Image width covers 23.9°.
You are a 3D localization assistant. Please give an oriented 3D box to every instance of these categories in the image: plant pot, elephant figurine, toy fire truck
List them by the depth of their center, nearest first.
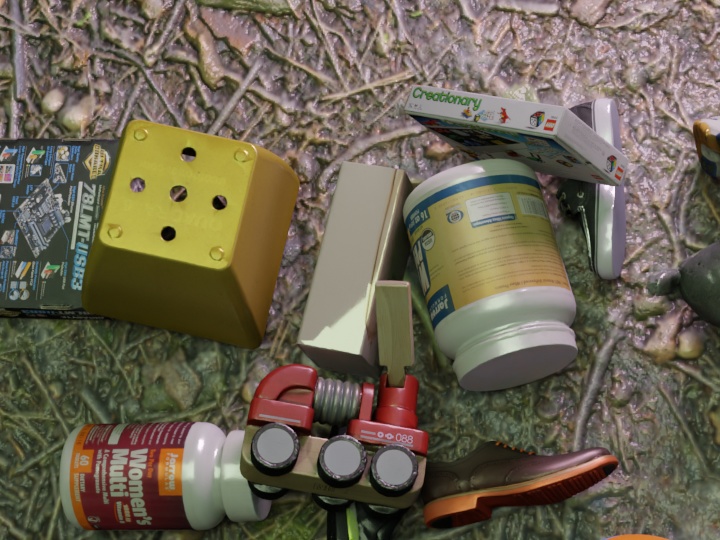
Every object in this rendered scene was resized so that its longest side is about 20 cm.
[{"bbox_3d":[0.407,0.052,1.639,0.155,0.141,0.201,-33,82,32],"label":"elephant figurine"},{"bbox_3d":[-0.016,0.118,1.646,0.175,0.129,0.201,10,63,-1],"label":"toy fire truck"},{"bbox_3d":[-0.180,-0.054,1.755,0.199,0.176,0.201,12,74,2],"label":"plant pot"}]

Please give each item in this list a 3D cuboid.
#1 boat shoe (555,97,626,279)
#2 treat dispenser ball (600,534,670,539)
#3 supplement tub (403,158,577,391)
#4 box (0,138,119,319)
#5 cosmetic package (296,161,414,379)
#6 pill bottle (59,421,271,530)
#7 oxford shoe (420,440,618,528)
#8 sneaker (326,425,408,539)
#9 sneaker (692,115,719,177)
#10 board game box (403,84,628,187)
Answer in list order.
[{"bbox_3d":[0.233,-0.084,1.750,0.066,0.070,0.201,-7,70,19],"label":"boat shoe"},{"bbox_3d":[0.250,0.340,1.534,0.200,0.201,0.202,-4,71,12],"label":"treat dispenser ball"},{"bbox_3d":[0.132,0.005,1.702,0.144,0.145,0.201,-17,69,7],"label":"supplement tub"},{"bbox_3d":[-0.360,-0.048,1.886,0.197,0.050,0.201,1,74,11],"label":"box"},{"bbox_3d":[0.000,0.000,1.758,0.073,0.104,0.201,9,75,15],"label":"cosmetic package"},{"bbox_3d":[-0.195,0.209,1.731,0.199,0.110,0.110,-2,72,13],"label":"pill bottle"},{"bbox_3d":[0.152,0.195,1.676,0.199,0.071,0.073,-15,65,9],"label":"oxford shoe"},{"bbox_3d":[0.010,0.226,1.713,0.082,0.072,0.201,4,73,-11],"label":"sneaker"},{"bbox_3d":[0.393,-0.117,1.668,0.088,0.200,0.076,-14,114,0],"label":"sneaker"},{"bbox_3d":[0.155,-0.136,1.713,0.199,0.126,0.035,15,79,42],"label":"board game box"}]
